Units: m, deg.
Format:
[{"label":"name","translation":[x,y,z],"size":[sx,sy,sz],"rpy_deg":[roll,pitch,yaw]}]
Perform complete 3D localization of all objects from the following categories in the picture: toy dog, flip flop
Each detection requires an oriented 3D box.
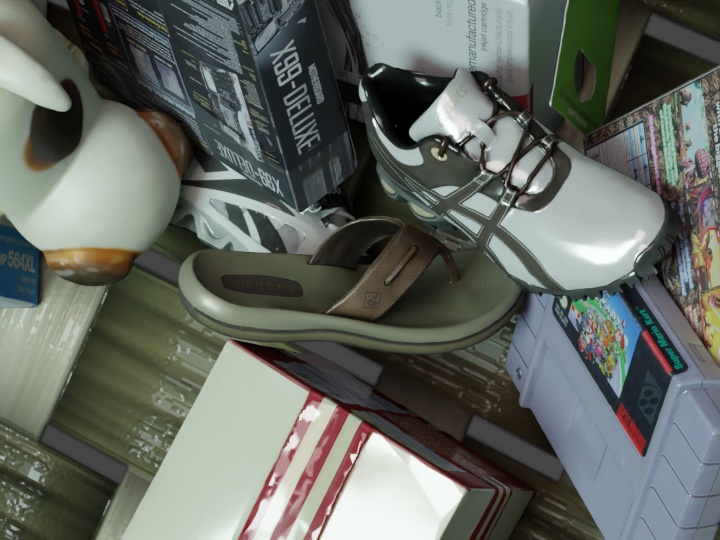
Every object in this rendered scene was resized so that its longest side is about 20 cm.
[{"label":"toy dog","translation":[-0.182,-0.085,1.110],"size":[0.193,0.200,0.141],"rpy_deg":[-1,58,42]},{"label":"flip flop","translation":[0.000,0.000,1.078],"size":[0.198,0.081,0.058],"rpy_deg":[3,119,-18]}]

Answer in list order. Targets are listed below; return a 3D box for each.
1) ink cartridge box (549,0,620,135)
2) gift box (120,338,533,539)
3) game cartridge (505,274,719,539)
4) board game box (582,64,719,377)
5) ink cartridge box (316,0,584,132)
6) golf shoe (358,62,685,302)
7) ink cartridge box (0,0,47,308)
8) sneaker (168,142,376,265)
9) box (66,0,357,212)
[{"label":"ink cartridge box","translation":[0.167,-0.171,1.080],"size":[0.075,0.148,0.202],"rpy_deg":[10,88,17]},{"label":"gift box","translation":[-0.039,0.156,1.087],"size":[0.184,0.200,0.188],"rpy_deg":[30,95,23]},{"label":"game cartridge","translation":[0.133,0.063,1.039],"size":[0.038,0.131,0.201],"rpy_deg":[-6,39,-18]},{"label":"board game box","translation":[0.207,-0.014,1.014],"size":[0.096,0.200,0.161],"rpy_deg":[-3,82,-21]},{"label":"ink cartridge box","translation":[0.021,-0.154,1.118],"size":[0.198,0.145,0.084],"rpy_deg":[21,57,20]},{"label":"golf shoe","translation":[0.072,-0.050,1.023],"size":[0.199,0.095,0.078],"rpy_deg":[22,68,38]},{"label":"ink cartridge box","translation":[-0.277,-0.080,1.244],"size":[0.144,0.084,0.202],"rpy_deg":[0,83,17]},{"label":"sneaker","translation":[-0.039,-0.037,1.169],"size":[0.199,0.074,0.089],"rpy_deg":[29,95,18]},{"label":"box","translation":[-0.096,-0.140,1.118],"size":[0.050,0.159,0.199],"rpy_deg":[-39,48,-22]}]
